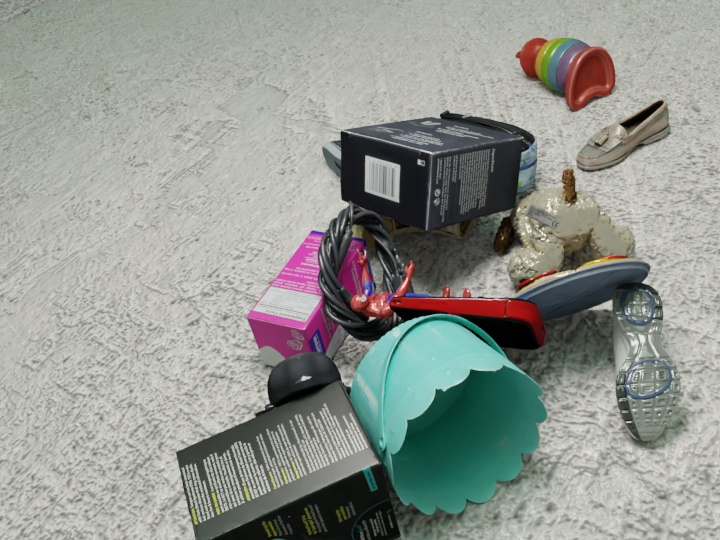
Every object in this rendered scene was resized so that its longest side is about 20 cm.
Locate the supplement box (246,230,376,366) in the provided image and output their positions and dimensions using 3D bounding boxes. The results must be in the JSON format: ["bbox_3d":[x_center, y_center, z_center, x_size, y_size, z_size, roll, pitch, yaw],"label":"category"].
[{"bbox_3d":[-0.067,0.045,1.098,0.103,0.102,0.200,11,46,27],"label":"supplement box"}]

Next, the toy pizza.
[{"bbox_3d":[0.275,0.022,0.968,0.199,0.200,0.032,-14,71,-2],"label":"toy pizza"}]

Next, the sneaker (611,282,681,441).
[{"bbox_3d":[0.351,0.117,0.924,0.074,0.087,0.201,1,60,14],"label":"sneaker"}]

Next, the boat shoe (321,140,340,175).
[{"bbox_3d":[0.003,-0.208,1.397,0.091,0.071,0.200,-28,39,-11],"label":"boat shoe"}]

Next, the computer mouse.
[{"bbox_3d":[-0.073,0.141,0.914,0.138,0.200,0.053,-16,71,-7],"label":"computer mouse"}]

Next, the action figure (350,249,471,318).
[{"bbox_3d":[0.065,0.017,1.027,0.199,0.100,0.065,-5,5,-40],"label":"action figure"}]

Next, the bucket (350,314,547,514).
[{"bbox_3d":[0.094,0.159,0.850,0.206,0.208,0.135,-26,37,-16],"label":"bucket"}]

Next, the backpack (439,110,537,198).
[{"bbox_3d":[0.211,-0.199,1.288,0.199,0.155,0.163,4,24,38],"label":"backpack"}]

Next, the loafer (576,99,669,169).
[{"bbox_3d":[0.467,-0.246,1.323,0.199,0.063,0.072,-26,41,-16],"label":"loafer"}]

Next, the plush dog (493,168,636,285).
[{"bbox_3d":[0.291,-0.078,1.131,0.199,0.161,0.172,-17,13,-7],"label":"plush dog"}]

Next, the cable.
[{"bbox_3d":[0.000,0.000,1.059,0.163,0.201,0.051,-14,-2,-42],"label":"cable"}]

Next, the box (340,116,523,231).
[{"bbox_3d":[0.105,-0.154,1.125,0.199,0.118,0.196,-17,28,-37],"label":"box"}]

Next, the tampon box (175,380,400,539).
[{"bbox_3d":[-0.078,0.248,0.824,0.199,0.150,0.126,-21,41,-10],"label":"tampon box"}]

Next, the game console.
[{"bbox_3d":[0.144,0.065,0.958,0.176,0.200,0.031,5,75,20],"label":"game console"}]

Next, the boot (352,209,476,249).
[{"bbox_3d":[0.093,-0.081,1.224,0.155,0.073,0.200,20,42,36],"label":"boot"}]

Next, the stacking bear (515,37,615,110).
[{"bbox_3d":[0.405,-0.422,1.518,0.121,0.114,0.200,-27,37,-17],"label":"stacking bear"}]
